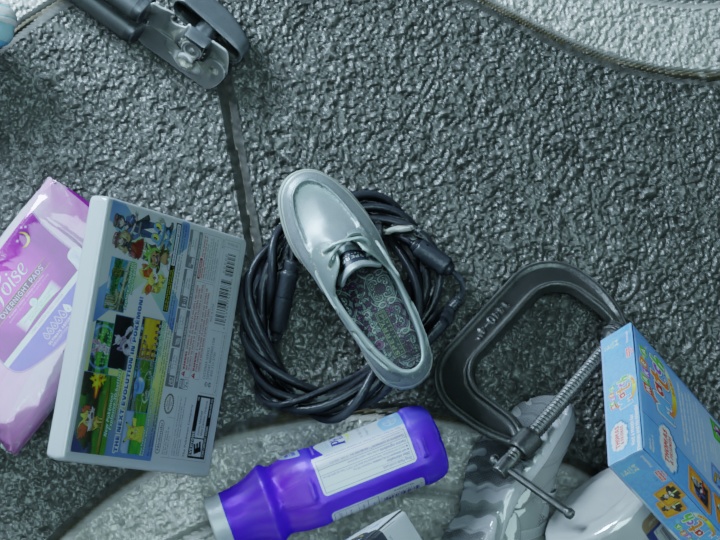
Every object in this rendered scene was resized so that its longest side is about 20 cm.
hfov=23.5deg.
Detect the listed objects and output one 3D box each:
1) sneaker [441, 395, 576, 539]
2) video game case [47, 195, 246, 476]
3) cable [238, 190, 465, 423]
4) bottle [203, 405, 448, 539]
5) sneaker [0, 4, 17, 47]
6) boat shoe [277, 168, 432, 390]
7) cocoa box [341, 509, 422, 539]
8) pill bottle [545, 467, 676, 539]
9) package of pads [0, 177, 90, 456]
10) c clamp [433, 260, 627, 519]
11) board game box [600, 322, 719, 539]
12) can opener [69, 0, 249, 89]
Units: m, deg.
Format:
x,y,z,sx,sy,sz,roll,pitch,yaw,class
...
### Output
x,y,z,sx,sy,sz,roll,pitch,yaw,class
0.127,0.198,1.440,0.082,0.074,0.201,38,76,-36,sneaker
-0.166,0.057,1.374,0.022,0.182,0.202,6,84,33,video game case
-0.021,0.030,1.440,0.200,0.051,0.163,-44,89,-6,cable
-0.029,0.172,1.411,0.198,0.084,0.066,-21,88,-5,bottle
-0.365,-0.139,1.415,0.198,0.080,0.132,-15,84,4,sneaker
-0.001,0.001,1.390,0.070,0.072,0.202,-30,82,-9,boat shoe
0.011,0.319,1.353,0.131,0.133,0.201,-31,88,-46,cocoa box
0.246,0.263,1.403,0.111,0.111,0.201,-37,102,-6,pill bottle
-0.266,0.037,1.408,0.120,0.076,0.201,38,84,-2,package of pads
0.154,0.087,1.424,0.170,0.027,0.200,29,66,23,c clamp
0.262,0.158,1.370,0.036,0.152,0.200,-31,117,24,board game box
-0.186,-0.229,1.458,0.199,0.053,0.067,36,51,0,can opener
